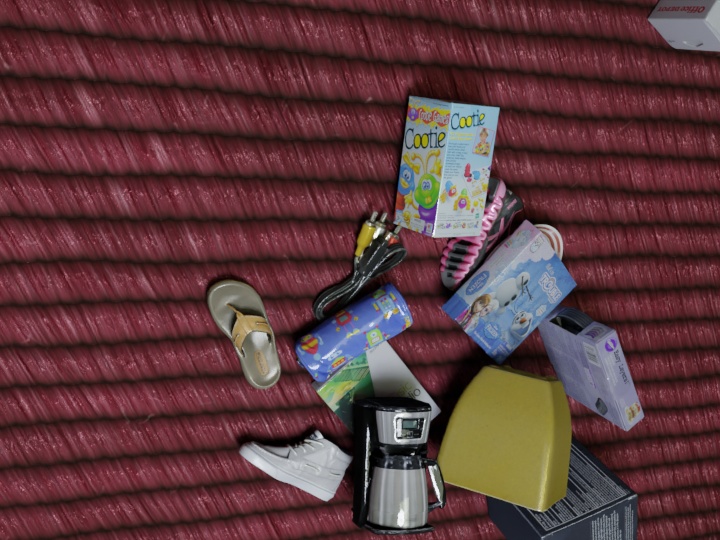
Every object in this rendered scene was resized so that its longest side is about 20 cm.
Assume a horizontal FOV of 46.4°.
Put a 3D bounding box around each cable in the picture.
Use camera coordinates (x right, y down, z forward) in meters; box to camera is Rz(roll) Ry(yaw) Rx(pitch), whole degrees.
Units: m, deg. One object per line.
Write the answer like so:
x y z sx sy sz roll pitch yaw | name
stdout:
0.000 0.000 1.361 0.097 0.050 0.200 26 107 -43 | cable

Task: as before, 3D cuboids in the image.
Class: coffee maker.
0.038 0.307 1.358 0.134 0.191 0.202 6 83 -42 | coffee maker

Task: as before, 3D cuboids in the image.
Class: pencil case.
-0.012 0.103 1.343 0.199 0.078 0.087 -32 125 -6 | pencil case

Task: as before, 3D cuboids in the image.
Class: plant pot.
0.254 0.267 1.417 0.195 0.193 0.202 12 89 -65 | plant pot

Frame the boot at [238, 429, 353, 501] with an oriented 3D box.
-0.102 0.300 1.384 0.200 0.073 0.096 35 85 -35 | boot

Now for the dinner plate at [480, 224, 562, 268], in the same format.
0.264 0.004 1.438 0.199 0.024 0.201 -20 132 -24 | dinner plate

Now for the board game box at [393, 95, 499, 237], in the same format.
0.132 -0.162 1.309 0.104 0.103 0.202 -3 107 -37 | board game box

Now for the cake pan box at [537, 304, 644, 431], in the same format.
0.395 0.160 1.473 0.052 0.184 0.201 -32 113 -15 | cake pan box

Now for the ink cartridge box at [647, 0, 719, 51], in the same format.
0.597 -0.472 1.394 0.084 0.144 0.201 32 92 -26 | ink cartridge box

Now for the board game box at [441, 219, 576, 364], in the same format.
0.255 0.042 1.412 0.199 0.043 0.200 -47 139 2 | board game box

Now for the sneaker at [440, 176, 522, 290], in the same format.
0.208 -0.051 1.406 0.095 0.079 0.201 23 97 -37 | sneaker

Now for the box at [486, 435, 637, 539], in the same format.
0.358 0.428 1.522 0.197 0.200 0.124 -17 117 -16 | box

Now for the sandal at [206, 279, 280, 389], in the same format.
-0.171 0.102 1.300 0.080 0.054 0.201 -25 113 -13 | sandal

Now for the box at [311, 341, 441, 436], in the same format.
0.030 0.216 1.424 0.144 0.036 0.200 -41 114 -7 | box
